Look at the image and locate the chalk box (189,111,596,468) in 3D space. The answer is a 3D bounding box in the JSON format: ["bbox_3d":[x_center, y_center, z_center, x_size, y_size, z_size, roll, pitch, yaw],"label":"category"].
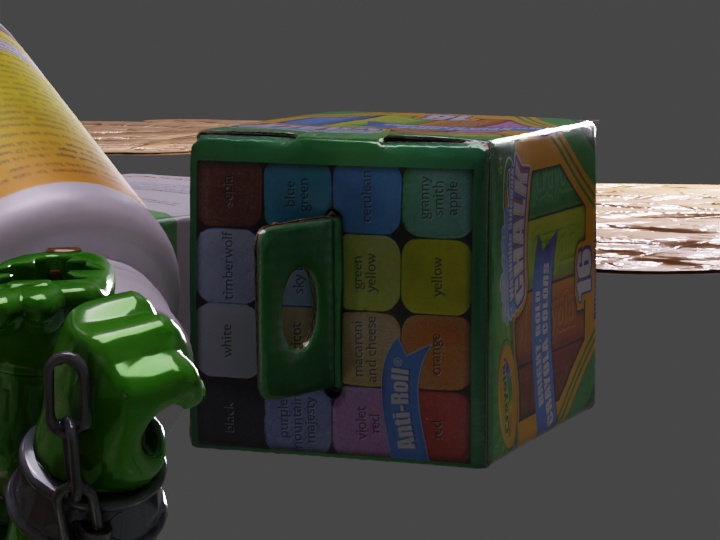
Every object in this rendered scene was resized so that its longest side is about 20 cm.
[{"bbox_3d":[0.010,0.005,1.042,0.123,0.126,0.200,3,8,19],"label":"chalk box"}]

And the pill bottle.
[{"bbox_3d":[-0.138,-0.010,0.992,0.109,0.110,0.200,-3,34,-32],"label":"pill bottle"}]

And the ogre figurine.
[{"bbox_3d":[-0.090,0.054,0.611,0.199,0.121,0.098,5,11,40],"label":"ogre figurine"}]

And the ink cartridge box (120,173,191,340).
[{"bbox_3d":[-0.106,0.006,1.181,0.145,0.085,0.200,5,8,33],"label":"ink cartridge box"}]
